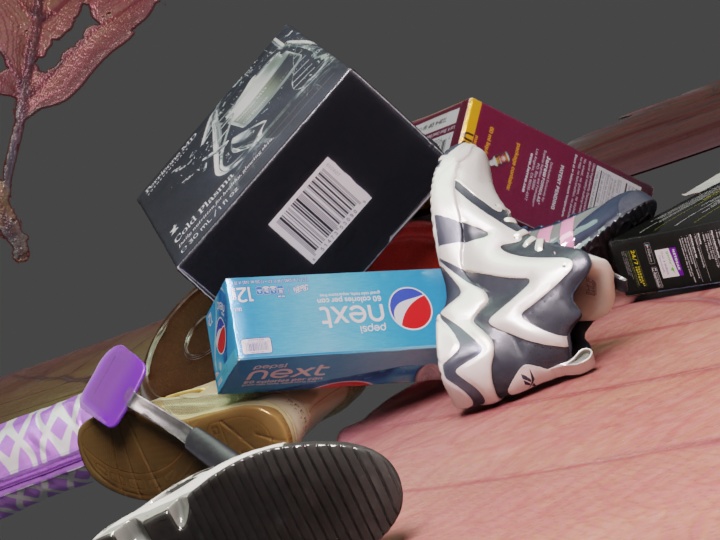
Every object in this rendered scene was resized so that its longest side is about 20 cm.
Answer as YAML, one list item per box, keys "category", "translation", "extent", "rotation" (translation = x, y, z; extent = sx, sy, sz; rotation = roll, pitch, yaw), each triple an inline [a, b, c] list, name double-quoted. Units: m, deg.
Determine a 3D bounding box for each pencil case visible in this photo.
- category: "pencil case"
  translation: [-0.273, 0.164, 1.443]
  extent: [0.198, 0.084, 0.086]
  rotation: [-22, 28, 12]

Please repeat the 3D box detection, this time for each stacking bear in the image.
- category: "stacking bear"
  translation: [0.000, 0.000, 1.402]
  extent: [0.122, 0.113, 0.200]
  rotation: [-65, 24, -2]

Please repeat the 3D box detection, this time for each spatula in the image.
- category: "spatula"
  translation: [-0.134, 0.111, 1.181]
  extent: [0.199, 0.057, 0.021]
  rotation: [28, -2, 36]

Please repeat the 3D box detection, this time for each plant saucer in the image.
- category: "plant saucer"
  translation: [-0.132, 0.065, 1.508]
  extent: [0.199, 0.032, 0.201]
  rotation: [-29, 35, 23]

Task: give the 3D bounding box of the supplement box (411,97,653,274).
- category: "supplement box"
  translation: [0.135, -0.060, 1.403]
  extent: [0.199, 0.086, 0.110]
  rotation: [23, -18, -25]

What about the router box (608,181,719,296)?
- category: "router box"
  translation: [0.311, -0.044, 1.276]
  extent: [0.199, 0.052, 0.149]
  rotation: [-26, 8, -35]

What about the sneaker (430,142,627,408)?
- category: "sneaker"
  translation: [0.118, -0.006, 1.140]
  extent: [0.128, 0.080, 0.201]
  rotation: [-8, 52, 14]

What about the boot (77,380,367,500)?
- category: "boot"
  translation: [-0.104, 0.109, 1.273]
  extent: [0.198, 0.073, 0.155]
  rotation: [-13, 12, 31]

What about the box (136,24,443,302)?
- category: "box"
  translation: [-0.058, -0.069, 1.313]
  extent: [0.200, 0.124, 0.197]
  rotation: [-49, 23, 2]

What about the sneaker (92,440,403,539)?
- category: "sneaker"
  translation: [-0.065, 0.132, 0.904]
  extent: [0.198, 0.075, 0.089]
  rotation: [-20, 7, 17]

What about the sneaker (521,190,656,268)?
- category: "sneaker"
  translation: [0.141, -0.017, 1.304]
  extent: [0.199, 0.082, 0.070]
  rotation: [-33, -33, -15]

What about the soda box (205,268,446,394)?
- category: "soda box"
  translation: [-0.006, 0.043, 1.195]
  extent: [0.198, 0.065, 0.068]
  rotation: [-2, -25, -20]

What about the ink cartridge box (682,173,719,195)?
- category: "ink cartridge box"
  translation: [0.412, -0.097, 1.486]
  extent: [0.199, 0.050, 0.160]
  rotation: [-30, 9, -35]
